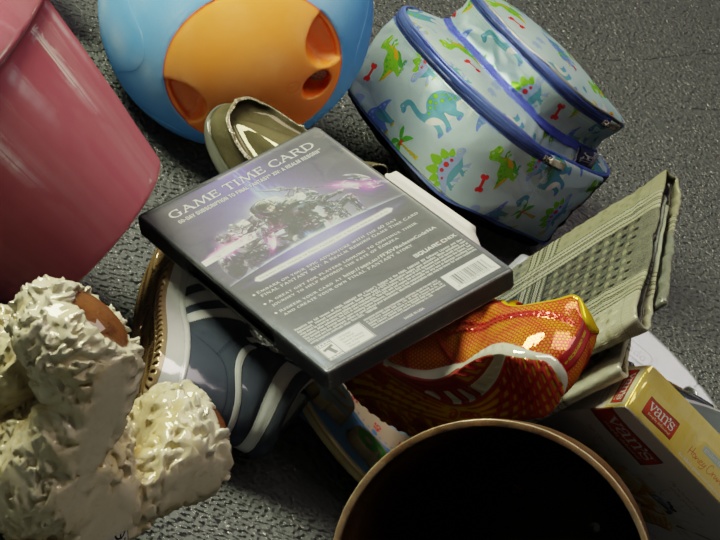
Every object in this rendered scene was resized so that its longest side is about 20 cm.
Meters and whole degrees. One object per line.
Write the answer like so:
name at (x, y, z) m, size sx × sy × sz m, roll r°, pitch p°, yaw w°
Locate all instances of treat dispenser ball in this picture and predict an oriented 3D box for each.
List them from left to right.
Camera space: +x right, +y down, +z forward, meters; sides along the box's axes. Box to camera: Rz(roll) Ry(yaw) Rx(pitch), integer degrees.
treat dispenser ball at (-0.089, -0.189, 1.850) m, size 0.200 × 0.201 × 0.201 m, roll 28°, pitch 26°, yaw -15°

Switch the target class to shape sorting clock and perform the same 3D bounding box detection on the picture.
shape sorting clock at (0.021, 0.085, 1.678) m, size 0.200 × 0.039 × 0.200 m, roll 34°, pitch 29°, yaw -22°

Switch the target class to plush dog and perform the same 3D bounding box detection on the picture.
plush dog at (-0.190, 0.079, 1.385) m, size 0.172 × 0.161 × 0.200 m, roll 35°, pitch -7°, yaw 35°

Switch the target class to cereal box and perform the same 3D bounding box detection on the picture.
cereal box at (0.161, 0.122, 1.624) m, size 0.144 × 0.200 × 0.040 m, roll 44°, pitch 66°, yaw -20°

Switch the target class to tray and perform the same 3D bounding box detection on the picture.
tray at (0.048, -0.042, 1.880) m, size 0.107 × 0.022 × 0.200 m, roll 34°, pitch 0°, yaw 0°

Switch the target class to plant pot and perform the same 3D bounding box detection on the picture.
plant pot at (-0.225, -0.080, 1.534) m, size 0.179 × 0.200 × 0.200 m, roll 43°, pitch 22°, yaw -18°
plant pot at (0.094, 0.168, 1.517) m, size 0.187 × 0.187 × 0.200 m, roll 39°, pitch 12°, yaw 8°

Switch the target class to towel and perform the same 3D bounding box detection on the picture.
towel at (0.122, 0.036, 1.629) m, size 0.035 × 0.200 × 0.193 m, roll 47°, pitch 30°, yaw -15°

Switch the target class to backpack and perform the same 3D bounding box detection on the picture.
backpack at (0.095, -0.130, 2.002) m, size 0.183 × 0.147 × 0.200 m, roll 49°, pitch 18°, yaw 27°

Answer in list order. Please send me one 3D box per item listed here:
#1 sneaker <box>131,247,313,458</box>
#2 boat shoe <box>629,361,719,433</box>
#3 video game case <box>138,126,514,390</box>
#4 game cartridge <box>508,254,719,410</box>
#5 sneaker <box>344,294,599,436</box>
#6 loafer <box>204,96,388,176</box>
sneaker at (-0.084, 0.040, 1.613) m, size 0.108 × 0.070 × 0.201 m, roll 22°, pitch 35°, yaw -14°
boat shoe at (0.180, 0.100, 1.729) m, size 0.199 × 0.071 × 0.091 m, roll 26°, pitch -1°, yaw 23°
video game case at (-0.023, -0.012, 1.571) m, size 0.142 × 0.019 × 0.200 m, roll -28°, pitch 43°, yaw -26°
game cartridge at (0.155, 0.084, 1.797) m, size 0.200 × 0.042 × 0.133 m, roll 41°, pitch 54°, yaw 15°
sneaker at (0.066, 0.056, 1.557) m, size 0.077 × 0.199 × 0.073 m, roll -49°, pitch 120°, yaw -36°
loafer at (-0.014, -0.057, 1.711) m, size 0.200 × 0.070 × 0.075 m, roll 36°, pitch 42°, yaw 4°
